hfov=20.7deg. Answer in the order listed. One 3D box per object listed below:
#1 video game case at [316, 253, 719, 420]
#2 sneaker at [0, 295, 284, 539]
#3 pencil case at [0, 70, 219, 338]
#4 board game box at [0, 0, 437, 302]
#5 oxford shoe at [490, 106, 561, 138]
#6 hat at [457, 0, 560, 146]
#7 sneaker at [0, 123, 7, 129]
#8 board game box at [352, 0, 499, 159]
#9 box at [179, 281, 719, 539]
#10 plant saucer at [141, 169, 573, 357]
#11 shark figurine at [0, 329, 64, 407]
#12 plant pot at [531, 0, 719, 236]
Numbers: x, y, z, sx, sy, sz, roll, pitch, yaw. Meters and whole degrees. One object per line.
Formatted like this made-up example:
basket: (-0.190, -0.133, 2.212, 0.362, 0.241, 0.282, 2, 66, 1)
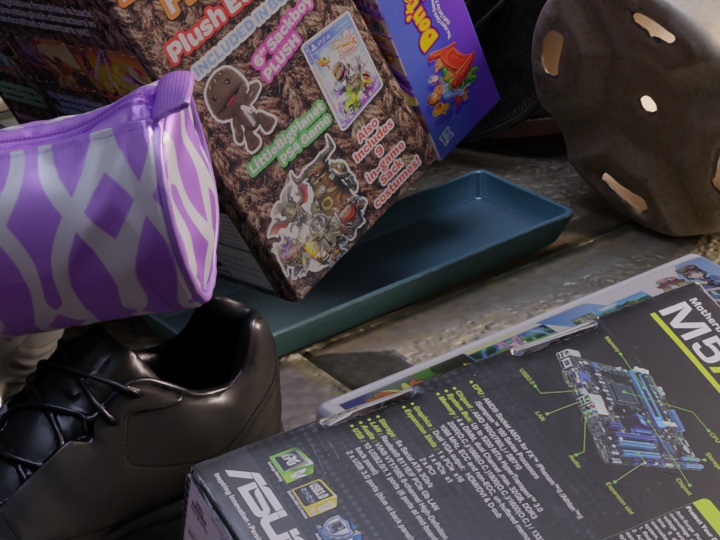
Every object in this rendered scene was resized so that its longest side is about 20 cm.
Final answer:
video game case: (0.114, 0.062, 0.746, 0.200, 0.022, 0.182, -21, 32, -28)
sneaker: (-0.106, 0.069, 0.681, 0.076, 0.091, 0.200, 28, 42, 32)
pencil case: (-0.147, -0.017, 0.677, 0.199, 0.086, 0.084, -8, 32, 4)
board game box: (-0.088, -0.102, 0.842, 0.097, 0.200, 0.159, -46, 36, -22)
oxford shoe: (0.047, -0.122, 1.051, 0.200, 0.075, 0.070, 19, 33, 36)
hat: (0.018, -0.159, 0.977, 0.081, 0.201, 0.200, -8, 23, -41)
sneaker: (-0.189, -0.046, 0.845, 0.115, 0.200, 0.075, 7, 67, 58)
board game box: (-0.041, -0.139, 0.906, 0.200, 0.135, 0.045, 24, 61, 40)
box: (0.076, 0.107, 0.570, 0.193, 0.048, 0.200, -17, 51, -27)
plant saucer: (0.000, 0.000, 0.884, 0.200, 0.019, 0.070, -21, 31, -31)
shark figurine: (-0.182, 0.043, 0.788, 0.214, 0.129, 0.089, -11, -4, 26)
plant pot: (0.188, -0.116, 0.925, 0.183, 0.201, 0.200, -35, 39, -29)
